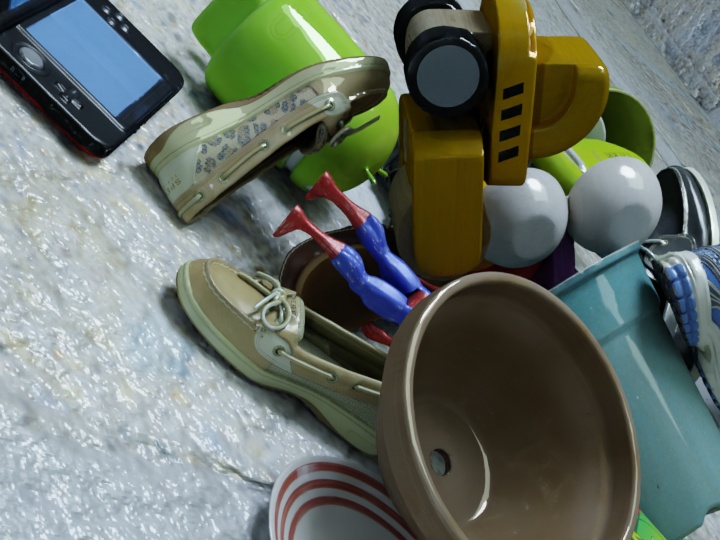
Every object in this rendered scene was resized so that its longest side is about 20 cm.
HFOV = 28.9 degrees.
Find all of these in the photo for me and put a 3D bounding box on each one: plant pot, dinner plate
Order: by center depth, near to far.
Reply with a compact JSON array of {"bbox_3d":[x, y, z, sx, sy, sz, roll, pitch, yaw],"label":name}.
[{"bbox_3d":[0.015,0.196,0.811,0.200,0.024,0.201,39,23,-20],"label":"dinner plate"},{"bbox_3d":[0.076,0.111,0.871,0.199,0.092,0.204,19,58,-33],"label":"plant pot"},{"bbox_3d":[0.175,0.113,1.050,0.198,0.199,0.200,58,23,8],"label":"plant pot"},{"bbox_3d":[0.206,-0.161,1.610,0.186,0.188,0.200,29,13,-39],"label":"plant pot"}]

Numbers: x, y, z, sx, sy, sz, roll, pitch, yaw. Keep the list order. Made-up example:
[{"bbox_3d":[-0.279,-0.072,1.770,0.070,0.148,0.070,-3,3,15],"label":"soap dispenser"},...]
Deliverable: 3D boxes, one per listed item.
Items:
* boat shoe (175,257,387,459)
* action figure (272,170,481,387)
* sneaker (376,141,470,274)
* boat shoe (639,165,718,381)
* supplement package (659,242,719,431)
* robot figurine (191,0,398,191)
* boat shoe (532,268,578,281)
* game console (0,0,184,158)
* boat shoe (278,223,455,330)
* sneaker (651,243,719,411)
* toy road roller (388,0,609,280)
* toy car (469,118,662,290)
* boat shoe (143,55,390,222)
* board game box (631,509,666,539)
[{"bbox_3d":[-0.033,0.048,0.916,0.200,0.063,0.074,40,23,-21],"label":"boat shoe"},{"bbox_3d":[0.031,0.022,0.954,0.200,0.052,0.066,42,51,-2],"label":"action figure"},{"bbox_3d":[0.052,-0.077,1.271,0.201,0.076,0.114,60,18,16],"label":"sneaker"},{"bbox_3d":[0.255,-0.004,1.173,0.067,0.072,0.203,19,64,-21],"label":"boat shoe"},{"bbox_3d":[0.288,0.108,1.219,0.111,0.199,0.157,37,22,-49],"label":"supplement package"},{"bbox_3d":[-0.048,-0.149,1.150,0.200,0.116,0.175,48,14,0],"label":"robot figurine"},{"bbox_3d":[0.174,0.007,1.289,0.067,0.073,0.200,11,22,-29],"label":"boat shoe"},{"bbox_3d":[-0.181,-0.199,0.979,0.172,0.119,0.200,44,22,-8],"label":"game console"},{"bbox_3d":[0.000,0.000,1.057,0.070,0.071,0.199,37,18,30],"label":"boat shoe"},{"bbox_3d":[0.283,0.041,1.045,0.200,0.084,0.078,50,19,-56],"label":"sneaker"},{"bbox_3d":[0.097,-0.100,0.999,0.144,0.203,0.123,0,25,-4],"label":"toy road roller"},{"bbox_3d":[0.146,-0.046,1.165,0.197,0.152,0.176,-8,32,-15],"label":"toy car"},{"bbox_3d":[-0.057,-0.096,1.008,0.063,0.198,0.073,60,-20,10],"label":"boat shoe"},{"bbox_3d":[0.202,0.256,0.955,0.200,0.101,0.048,48,21,0],"label":"board game box"}]
